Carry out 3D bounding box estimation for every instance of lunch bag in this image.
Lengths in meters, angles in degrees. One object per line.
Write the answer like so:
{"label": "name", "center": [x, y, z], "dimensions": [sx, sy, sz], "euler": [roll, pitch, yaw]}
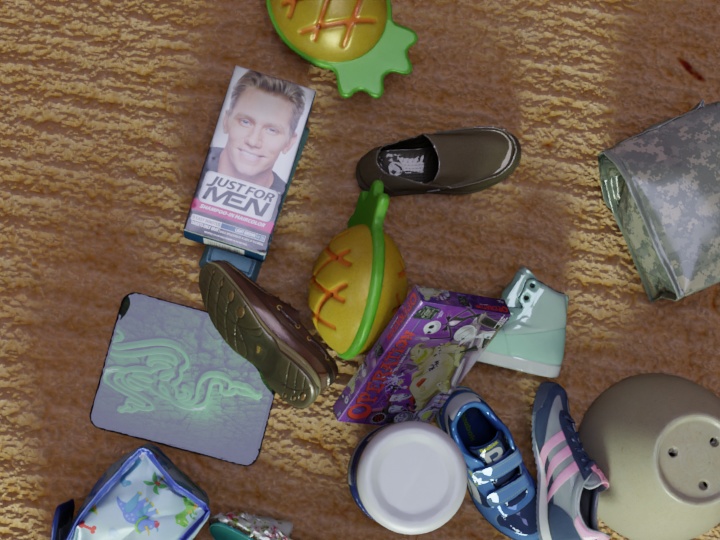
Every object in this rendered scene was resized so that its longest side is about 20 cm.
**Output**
{"label": "lunch bag", "center": [0.383, -0.083, 1.592], "dimensions": [0.163, 0.118, 0.201], "euler": [-23, 90, -7]}
{"label": "lunch bag", "center": [-0.264, 0.286, 1.451], "dimensions": [0.127, 0.170, 0.200], "euler": [42, 83, 0]}

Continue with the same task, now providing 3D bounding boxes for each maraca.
{"label": "maraca", "center": [-0.023, -0.292, 1.580], "dimensions": [0.137, 0.107, 0.200], "euler": [-40, 88, -2]}
{"label": "maraca", "center": [0.000, 0.000, 1.526], "dimensions": [0.107, 0.137, 0.201], "euler": [13, 73, -19]}

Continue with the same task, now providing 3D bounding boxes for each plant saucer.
{"label": "plant saucer", "center": [-0.124, -0.087, 1.590], "dimensions": [0.070, 0.019, 0.201], "euler": [20, 82, -3]}

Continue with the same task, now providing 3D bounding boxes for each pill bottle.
{"label": "pill bottle", "center": [0.046, 0.222, 1.476], "dimensions": [0.115, 0.200, 0.116], "euler": [1, 83, -4]}

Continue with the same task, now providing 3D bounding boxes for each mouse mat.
{"label": "mouse mat", "center": [-0.195, 0.124, 1.561], "dimensions": [0.199, 0.008, 0.162], "euler": [15, 82, -3]}

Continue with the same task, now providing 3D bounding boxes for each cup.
{"label": "cup", "center": [0.357, 0.212, 1.539], "dimensions": [0.199, 0.143, 0.201], "euler": [1, 82, -6]}

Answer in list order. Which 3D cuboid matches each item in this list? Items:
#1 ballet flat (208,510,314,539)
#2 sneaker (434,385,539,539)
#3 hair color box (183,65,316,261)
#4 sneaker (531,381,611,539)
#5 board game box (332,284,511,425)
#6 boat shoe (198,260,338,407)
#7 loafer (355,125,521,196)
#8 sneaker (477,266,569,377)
{"label": "ballet flat", "center": [-0.079, 0.321, 1.526], "dimensions": [0.200, 0.076, 0.064], "euler": [37, 50, -5]}
{"label": "sneaker", "center": [0.151, 0.224, 1.546], "dimensions": [0.074, 0.082, 0.200], "euler": [-33, 90, -10]}
{"label": "hair color box", "center": [-0.127, -0.121, 1.555], "dimensions": [0.100, 0.061, 0.201], "euler": [17, 81, -3]}
{"label": "sneaker", "center": [0.243, 0.220, 1.541], "dimensions": [0.082, 0.070, 0.201], "euler": [-14, 70, 33]}
{"label": "board game box", "center": [0.065, 0.100, 1.492], "dimensions": [0.120, 0.200, 0.032], "euler": [12, 40, -27]}
{"label": "boat shoe", "center": [-0.105, 0.065, 1.548], "dimensions": [0.200, 0.072, 0.067], "euler": [47, 45, 10]}
{"label": "loafer", "center": [0.096, -0.125, 1.592], "dimensions": [0.199, 0.067, 0.076], "euler": [-13, 84, -7]}
{"label": "sneaker", "center": [0.145, 0.047, 1.570], "dimensions": [0.200, 0.074, 0.119], "euler": [12, 88, -14]}
